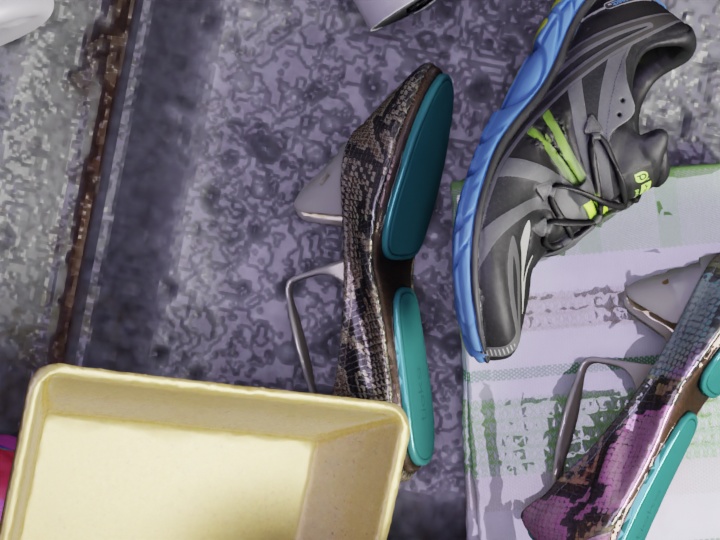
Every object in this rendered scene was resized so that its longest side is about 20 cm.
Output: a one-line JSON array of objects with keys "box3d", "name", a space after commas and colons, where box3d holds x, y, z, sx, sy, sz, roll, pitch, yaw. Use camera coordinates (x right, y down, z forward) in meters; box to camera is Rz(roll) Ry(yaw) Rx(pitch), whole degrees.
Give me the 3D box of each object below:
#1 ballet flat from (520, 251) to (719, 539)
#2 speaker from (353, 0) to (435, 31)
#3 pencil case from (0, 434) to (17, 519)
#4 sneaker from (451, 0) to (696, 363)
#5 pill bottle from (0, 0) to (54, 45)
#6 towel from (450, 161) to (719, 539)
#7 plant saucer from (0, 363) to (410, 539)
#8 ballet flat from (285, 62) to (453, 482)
[{"box3d": [0.140, 0.050, 1.350, 0.071, 0.069, 0.200, 32, 87, 20], "name": "ballet flat"}, {"box3d": [-0.009, -0.215, 1.362, 0.081, 0.081, 0.200, -30, 90, -1], "name": "speaker"}, {"box3d": [-0.193, 0.111, 1.357, 0.199, 0.088, 0.089, 12, 89, -1], "name": "pencil case"}, {"box3d": [0.098, -0.047, 1.345, 0.083, 0.071, 0.200, 23, 71, 13], "name": "sneaker"}, {"box3d": [-0.228, -0.194, 1.343, 0.113, 0.113, 0.200, -21, 90, -1], "name": "pill bottle"}, {"box3d": [0.120, 0.051, 1.392, 0.149, 0.031, 0.201, -3, 87, -3], "name": "towel"}, {"box3d": [-0.089, 0.143, 1.308, 0.200, 0.048, 0.201, 8, 97, -34], "name": "plant saucer"}, {"box3d": [0.000, 0.000, 1.374, 0.075, 0.068, 0.201, 3, 91, 20], "name": "ballet flat"}]
